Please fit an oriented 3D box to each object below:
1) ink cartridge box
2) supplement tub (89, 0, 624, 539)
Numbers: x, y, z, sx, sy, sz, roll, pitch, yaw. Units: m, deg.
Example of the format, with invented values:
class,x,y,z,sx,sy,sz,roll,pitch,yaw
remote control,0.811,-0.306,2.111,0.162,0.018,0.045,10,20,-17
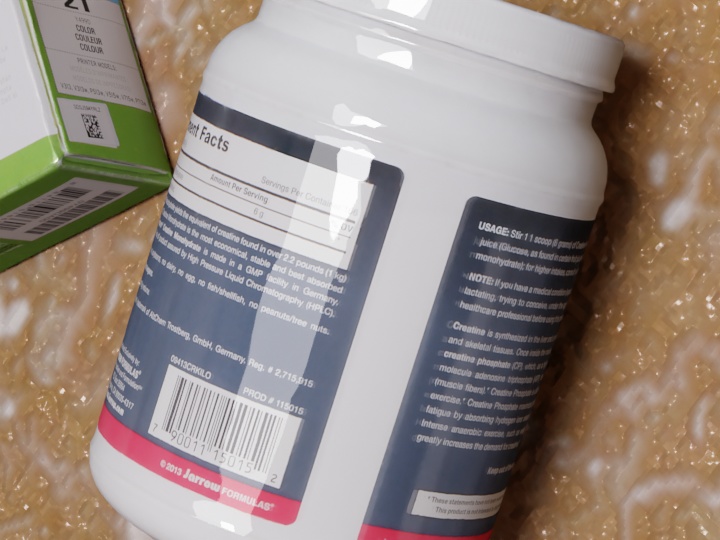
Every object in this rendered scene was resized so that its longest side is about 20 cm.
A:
class,x,y,z,sx,sy,sz,roll,pitch,yaw
ink cartridge box,-0.175,-0.102,0.973,0.148,0.076,0.200,-24,74,27
supplement tub,0.000,0.000,0.828,0.140,0.140,0.200,22,98,29
